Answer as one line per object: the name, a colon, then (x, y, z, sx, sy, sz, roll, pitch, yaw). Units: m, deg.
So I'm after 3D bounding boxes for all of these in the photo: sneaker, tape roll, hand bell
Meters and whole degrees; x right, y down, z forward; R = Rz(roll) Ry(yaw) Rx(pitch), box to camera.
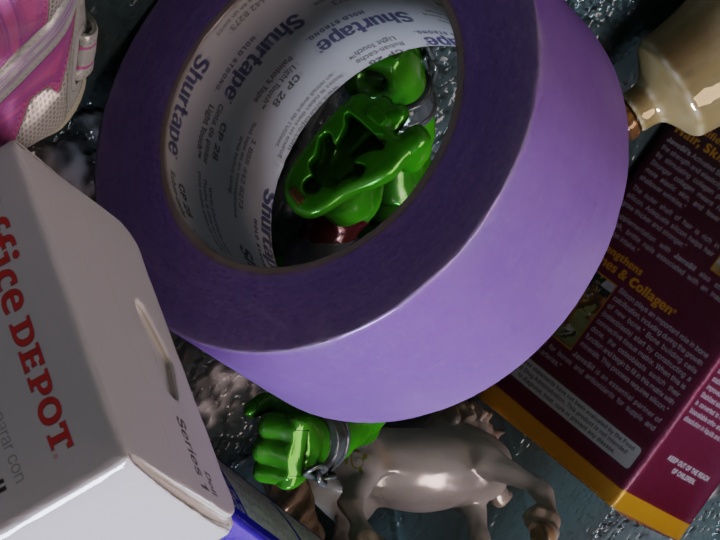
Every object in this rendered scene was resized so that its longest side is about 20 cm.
sneaker: (-0.136, -0.099, 0.842, 0.088, 0.081, 0.200, 11, 120, -50)
tape roll: (-0.001, -0.047, 0.916, 0.200, 0.200, 0.085, -52, 143, 2)
hand bell: (0.123, -0.071, 1.140, 0.200, 0.104, 0.104, -33, 141, -2)

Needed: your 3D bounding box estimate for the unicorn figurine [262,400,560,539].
unicorn figurine: (0.037, 0.109, 1.162, 0.199, 0.138, 0.074, 17, 117, -35)

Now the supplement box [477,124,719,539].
supplement box: (0.171, 0.025, 1.224, 0.200, 0.110, 0.086, -55, 143, 5)

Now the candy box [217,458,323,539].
candy box: (-0.094, 0.167, 1.012, 0.169, 0.077, 0.200, -44, 125, 5)

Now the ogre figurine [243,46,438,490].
ogre figurine: (0.000, 0.000, 1.028, 0.098, 0.201, 0.120, -8, 166, 9)

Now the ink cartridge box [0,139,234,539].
ink cartridge box: (-0.164, 0.068, 0.828, 0.200, 0.146, 0.084, -31, 148, 9)
